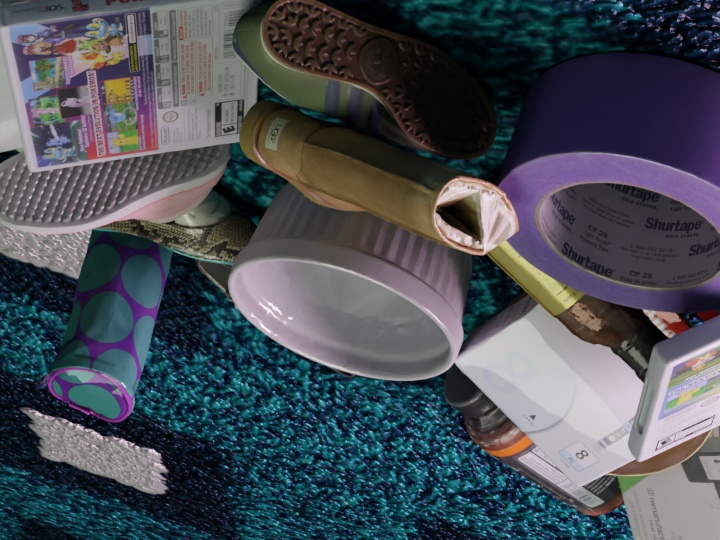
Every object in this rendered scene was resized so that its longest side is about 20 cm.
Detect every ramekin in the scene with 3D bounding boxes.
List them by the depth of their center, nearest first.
[{"bbox_3d":[0.000,0.000,1.311,0.200,0.105,0.200,17,154,8],"label":"ramekin"}]

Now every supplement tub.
[{"bbox_3d":[0.171,0.141,1.461,0.200,0.107,0.107,35,150,-27],"label":"supplement tub"}]

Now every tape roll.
[{"bbox_3d":[0.197,-0.057,1.088,0.200,0.085,0.200,16,153,9],"label":"tape roll"}]

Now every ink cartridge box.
[{"bbox_3d":[0.200,0.076,1.275,0.160,0.047,0.200,46,131,-11],"label":"ink cartridge box"},{"bbox_3d":[0.331,0.179,1.371,0.200,0.084,0.146,-5,106,42],"label":"ink cartridge box"}]

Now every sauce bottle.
[{"bbox_3d":[0.165,0.009,1.204,0.200,0.066,0.066,43,149,-9],"label":"sauce bottle"}]

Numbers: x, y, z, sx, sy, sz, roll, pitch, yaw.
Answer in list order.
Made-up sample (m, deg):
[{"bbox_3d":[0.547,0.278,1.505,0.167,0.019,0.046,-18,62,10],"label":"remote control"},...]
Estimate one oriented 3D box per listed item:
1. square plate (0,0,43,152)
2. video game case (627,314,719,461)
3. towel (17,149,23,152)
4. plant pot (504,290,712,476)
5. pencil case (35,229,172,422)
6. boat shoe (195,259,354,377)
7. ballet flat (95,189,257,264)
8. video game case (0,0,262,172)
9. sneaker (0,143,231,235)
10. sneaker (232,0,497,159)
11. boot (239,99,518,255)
[{"bbox_3d":[-0.238,-0.154,1.154,0.200,0.028,0.198,-13,156,1],"label":"square plate"},{"bbox_3d":[0.299,0.063,1.172,0.200,0.022,0.182,-23,153,-9],"label":"video game case"},{"bbox_3d":[-0.297,-0.154,1.310,0.149,0.031,0.200,-6,144,44],"label":"towel"},{"bbox_3d":[0.209,0.085,1.332,0.200,0.027,0.200,13,124,20],"label":"plant pot"},{"bbox_3d":[-0.227,0.034,1.427,0.085,0.200,0.092,29,143,-26],"label":"pencil case"},{"bbox_3d":[-0.073,0.036,1.483,0.200,0.057,0.067,28,153,-17],"label":"boat shoe"},{"bbox_3d":[-0.178,-0.058,1.381,0.200,0.068,0.075,14,131,15],"label":"ballet flat"},{"bbox_3d":[-0.165,-0.142,1.153,0.182,0.023,0.200,-9,156,-10],"label":"video game case"},{"bbox_3d":[-0.207,-0.066,1.289,0.200,0.075,0.105,-16,169,-14],"label":"sneaker"},{"bbox_3d":[-0.003,-0.136,1.104,0.200,0.067,0.090,24,172,-30],"label":"sneaker"},{"bbox_3d":[0.030,-0.055,1.116,0.200,0.066,0.175,23,-173,39],"label":"boot"}]
